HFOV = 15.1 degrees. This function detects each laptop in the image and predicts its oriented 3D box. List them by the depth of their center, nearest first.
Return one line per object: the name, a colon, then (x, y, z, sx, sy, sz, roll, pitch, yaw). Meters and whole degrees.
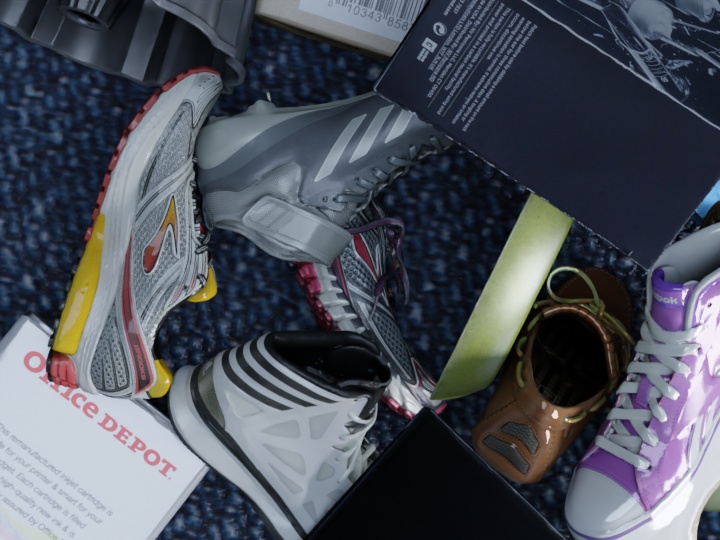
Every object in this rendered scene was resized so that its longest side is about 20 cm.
laptop: (0.071, 0.203, 1.636, 0.200, 0.116, 0.187, 18, 121, -45)

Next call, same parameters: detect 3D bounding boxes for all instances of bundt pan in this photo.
bundt pan: (-0.148, -0.179, 1.579, 0.201, 0.202, 0.076, 21, 78, -5)

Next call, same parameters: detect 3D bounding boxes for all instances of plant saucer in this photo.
plant saucer: (0.097, -0.008, 1.594, 0.031, 0.200, 0.201, 26, 90, 3)

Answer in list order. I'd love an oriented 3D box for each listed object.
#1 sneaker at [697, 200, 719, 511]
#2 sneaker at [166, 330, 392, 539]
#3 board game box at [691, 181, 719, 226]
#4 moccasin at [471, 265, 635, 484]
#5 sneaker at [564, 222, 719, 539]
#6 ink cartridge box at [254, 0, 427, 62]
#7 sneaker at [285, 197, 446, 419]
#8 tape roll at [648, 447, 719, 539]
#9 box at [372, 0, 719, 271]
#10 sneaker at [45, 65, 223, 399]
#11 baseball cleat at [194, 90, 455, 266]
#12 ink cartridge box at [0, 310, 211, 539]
sneaker: (0.240, 0.055, 1.668, 0.089, 0.067, 0.201, 5, 108, -14)
sneaker: (-0.010, 0.109, 1.609, 0.115, 0.076, 0.200, -27, 126, 32)
board game box: (0.250, -0.127, 1.683, 0.153, 0.040, 0.200, 42, 89, -5)
moccasin: (0.123, 0.047, 1.608, 0.074, 0.201, 0.078, 39, 122, 6)
sneaker: (0.168, 0.058, 1.548, 0.201, 0.072, 0.114, -53, 138, -14)
ink cartridge box: (0.049, -0.201, 1.648, 0.199, 0.075, 0.166, 17, 92, -4)
sneaker: (0.000, 0.000, 1.649, 0.074, 0.081, 0.201, -29, 94, -5)
tape roll: (0.248, 0.146, 1.651, 0.202, 0.037, 0.204, -5, 121, -8)
box: (0.132, -0.131, 1.507, 0.182, 0.200, 0.104, 33, 127, -3)
sneaker: (-0.115, -0.021, 1.570, 0.082, 0.078, 0.201, 18, 94, -1)
baseball cleat: (0.004, -0.058, 1.591, 0.199, 0.070, 0.107, -10, 76, 11)
ink cartridge box: (-0.204, 0.144, 1.635, 0.145, 0.084, 0.200, 38, 89, -5)
